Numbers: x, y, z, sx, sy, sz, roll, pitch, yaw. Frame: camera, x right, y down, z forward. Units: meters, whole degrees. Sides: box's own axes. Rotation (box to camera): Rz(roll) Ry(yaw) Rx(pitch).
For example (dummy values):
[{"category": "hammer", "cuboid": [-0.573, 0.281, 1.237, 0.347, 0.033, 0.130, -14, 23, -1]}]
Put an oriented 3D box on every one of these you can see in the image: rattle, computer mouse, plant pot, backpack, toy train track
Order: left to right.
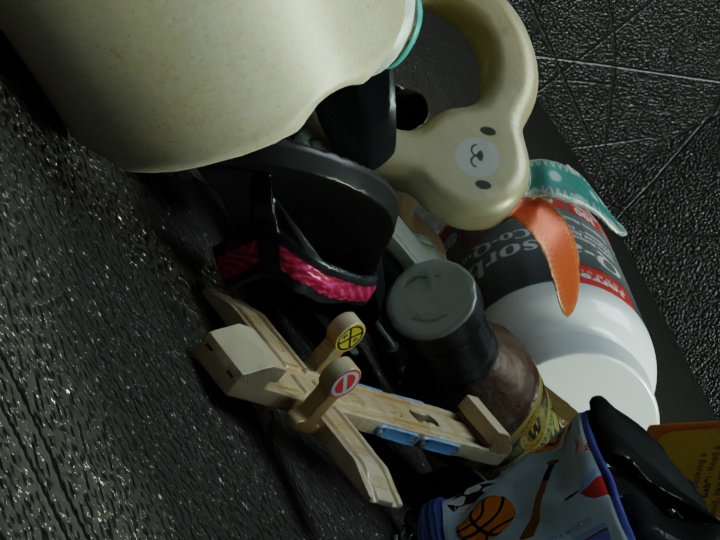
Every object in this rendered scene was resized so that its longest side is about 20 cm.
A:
[{"category": "plant pot", "cuboid": [-0.073, -0.145, 0.821, 0.201, 0.199, 0.184, -107, 174, -57]}, {"category": "computer mouse", "cuboid": [-0.008, -0.142, 1.014, 0.059, 0.034, 0.202, -163, -111, -86]}, {"category": "toy train track", "cuboid": [0.008, 0.045, 0.926, 0.115, 0.033, 0.200, 50, 15, 31]}, {"category": "rattle", "cuboid": [0.053, -0.090, 1.093, 0.200, 0.130, 0.143, 52, -39, 19]}, {"category": "backpack", "cuboid": [0.088, 0.150, 0.797, 0.191, 0.153, 0.200, 63, 0, -29]}]

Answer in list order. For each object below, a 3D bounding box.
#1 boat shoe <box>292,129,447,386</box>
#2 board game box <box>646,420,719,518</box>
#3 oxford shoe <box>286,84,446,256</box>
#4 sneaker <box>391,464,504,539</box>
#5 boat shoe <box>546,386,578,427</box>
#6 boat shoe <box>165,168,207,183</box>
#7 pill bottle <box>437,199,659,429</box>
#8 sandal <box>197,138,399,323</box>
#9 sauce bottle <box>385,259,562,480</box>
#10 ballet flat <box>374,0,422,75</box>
[{"category": "boat shoe", "cuboid": [0.000, 0.000, 1.083, 0.075, 0.062, 0.200, 61, 8, 26]}, {"category": "board game box", "cuboid": [0.222, 0.195, 0.983, 0.200, 0.199, 0.201, 52, 45, -37]}, {"category": "oxford shoe", "cuboid": [0.011, -0.047, 1.233, 0.073, 0.084, 0.200, 63, 8, 34]}, {"category": "sneaker", "cuboid": [0.061, 0.123, 1.017, 0.105, 0.060, 0.200, 62, 14, -6]}, {"category": "boat shoe", "cuboid": [0.086, 0.100, 1.197, 0.199, 0.069, 0.074, 37, 9, 7]}, {"category": "boat shoe", "cuboid": [-0.069, -0.080, 1.003, 0.202, 0.064, 0.075, -77, 159, -70]}, {"category": "pill bottle", "cuboid": [0.103, 0.042, 1.341, 0.116, 0.115, 0.200, 55, 10, -25]}, {"category": "sandal", "cuboid": [-0.023, -0.003, 0.929, 0.200, 0.075, 0.045, 75, 31, -70]}, {"category": "sauce bottle", "cuboid": [0.054, 0.066, 1.070, 0.065, 0.064, 0.200, 65, 2, 35]}, {"category": "ballet flat", "cuboid": [-0.043, -0.148, 0.984, 0.069, 0.069, 0.200, 50, 2, -45]}]
